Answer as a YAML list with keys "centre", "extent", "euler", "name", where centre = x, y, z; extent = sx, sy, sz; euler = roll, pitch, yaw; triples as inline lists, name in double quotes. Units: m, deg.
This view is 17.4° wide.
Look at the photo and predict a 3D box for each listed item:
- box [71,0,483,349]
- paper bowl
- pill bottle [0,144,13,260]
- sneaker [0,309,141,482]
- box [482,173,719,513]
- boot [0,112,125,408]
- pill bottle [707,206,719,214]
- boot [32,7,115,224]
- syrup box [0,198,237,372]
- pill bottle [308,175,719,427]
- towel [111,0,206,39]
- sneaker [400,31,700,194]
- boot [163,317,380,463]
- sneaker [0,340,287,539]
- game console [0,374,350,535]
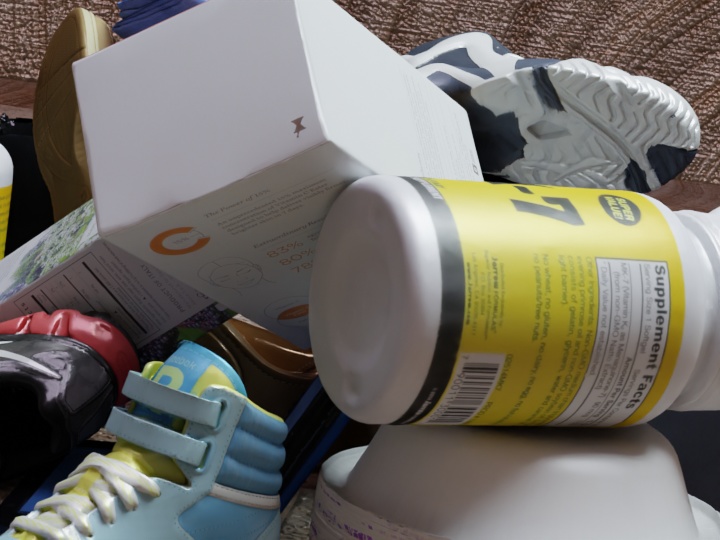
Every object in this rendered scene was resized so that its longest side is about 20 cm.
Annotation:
- centre: [-0.032, -0.049, 1.155]
  extent: [0.124, 0.098, 0.200]
  euler: [-22, -26, 20]
  name: "box"
- centre: [0.077, 0.120, 1.132]
  extent: [0.201, 0.104, 0.201]
  euler: [9, 10, -2]
  name: "paper bowl"
- centre: [-0.263, -0.022, 1.396]
  extent: [0.104, 0.200, 0.104]
  euler: [8, 9, -1]
  name: "pill bottle"
- centre: [-0.221, 0.071, 1.251]
  extent: [0.200, 0.071, 0.098]
  euler: [-4, 30, 18]
  name: "sneaker"
- centre: [0.127, 0.052, 1.302]
  extent: [0.200, 0.104, 0.182]
  euler: [20, -26, 49]
  name: "box"
- centre: [-0.196, -0.008, 1.471]
  extent: [0.076, 0.168, 0.200]
  euler: [2, 11, -26]
  name: "boot"
- centre: [0.221, 0.026, 1.426]
  extent: [0.112, 0.112, 0.200]
  euler: [7, -10, -7]
  name: "pill bottle"
- centre: [-0.113, -0.064, 1.440]
  extent: [0.155, 0.073, 0.200]
  euler: [9, 50, -32]
  name: "boot"
- centre: [-0.140, 0.011, 1.300]
  extent: [0.200, 0.081, 0.079]
  euler: [-32, 19, 29]
  name: "syrup box"
- centre: [0.087, 0.017, 1.093]
  extent: [0.200, 0.114, 0.114]
  euler: [3, 11, -27]
  name: "pill bottle"
- centre: [-0.048, -0.110, 1.407]
  extent: [0.200, 0.024, 0.145]
  euler: [32, -13, -19]
  name: "towel"
- centre: [0.090, -0.092, 1.296]
  extent: [0.199, 0.080, 0.130]
  euler: [-5, 22, 15]
  name: "sneaker"
- centre: [-0.031, 0.068, 1.461]
  extent: [0.200, 0.074, 0.155]
  euler: [27, 18, 27]
  name: "boot"
- centre: [-0.114, 0.096, 1.024]
  extent: [0.200, 0.131, 0.080]
  euler: [-2, 15, -45]
  name: "sneaker"
- centre: [-0.084, 0.078, 1.225]
  extent: [0.118, 0.171, 0.200]
  euler: [35, 9, -2]
  name: "game console"
